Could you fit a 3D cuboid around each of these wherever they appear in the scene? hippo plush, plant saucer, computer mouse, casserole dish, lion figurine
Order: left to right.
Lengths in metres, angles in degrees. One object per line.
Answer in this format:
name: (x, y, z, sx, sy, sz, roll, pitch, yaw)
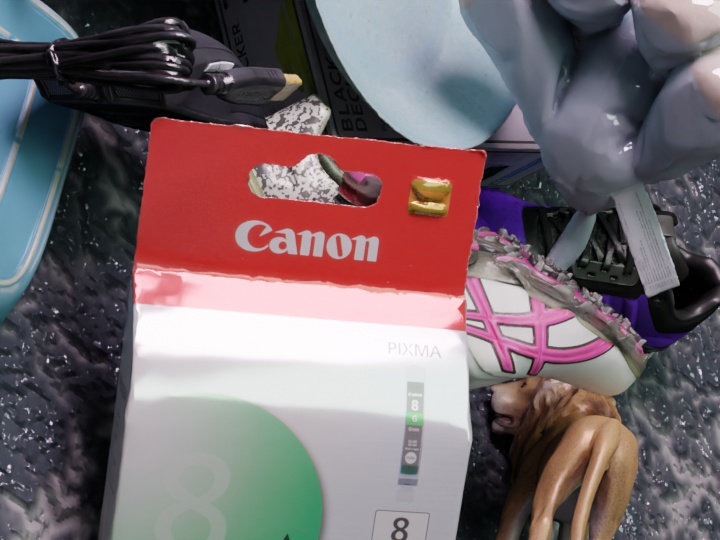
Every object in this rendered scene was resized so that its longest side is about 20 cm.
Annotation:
casserole dish: (-0.180, -0.062, 1.194, 0.121, 0.039, 0.201, 36, 51, -30)
computer mouse: (-0.079, -0.091, 1.170, 0.200, 0.140, 0.046, 11, 83, -60)
plant saucer: (0.019, -0.157, 1.336, 0.200, 0.039, 0.202, 16, 70, -50)
lion figurine: (0.109, 0.104, 1.337, 0.072, 0.200, 0.123, 25, 84, -12)
hippo plush: (0.162, -0.112, 1.348, 0.161, 0.159, 0.201, -41, 120, -46)

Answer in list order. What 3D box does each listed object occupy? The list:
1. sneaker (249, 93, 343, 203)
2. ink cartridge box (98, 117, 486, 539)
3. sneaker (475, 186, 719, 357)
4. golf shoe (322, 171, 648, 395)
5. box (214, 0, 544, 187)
sneaker: (0.000, 0.000, 1.298, 0.200, 0.088, 0.077, 55, 8, -14)
ink cartridge box: (-0.026, 0.042, 1.182, 0.160, 0.050, 0.201, 5, 105, -15)
sneaker: (0.123, -0.011, 1.438, 0.199, 0.099, 0.070, 21, 57, -39)
golf shoe: (0.050, 0.023, 1.274, 0.199, 0.073, 0.092, 27, 99, -31)
box: (0.021, -0.106, 1.407, 0.199, 0.060, 0.117, 0, 72, -46)
